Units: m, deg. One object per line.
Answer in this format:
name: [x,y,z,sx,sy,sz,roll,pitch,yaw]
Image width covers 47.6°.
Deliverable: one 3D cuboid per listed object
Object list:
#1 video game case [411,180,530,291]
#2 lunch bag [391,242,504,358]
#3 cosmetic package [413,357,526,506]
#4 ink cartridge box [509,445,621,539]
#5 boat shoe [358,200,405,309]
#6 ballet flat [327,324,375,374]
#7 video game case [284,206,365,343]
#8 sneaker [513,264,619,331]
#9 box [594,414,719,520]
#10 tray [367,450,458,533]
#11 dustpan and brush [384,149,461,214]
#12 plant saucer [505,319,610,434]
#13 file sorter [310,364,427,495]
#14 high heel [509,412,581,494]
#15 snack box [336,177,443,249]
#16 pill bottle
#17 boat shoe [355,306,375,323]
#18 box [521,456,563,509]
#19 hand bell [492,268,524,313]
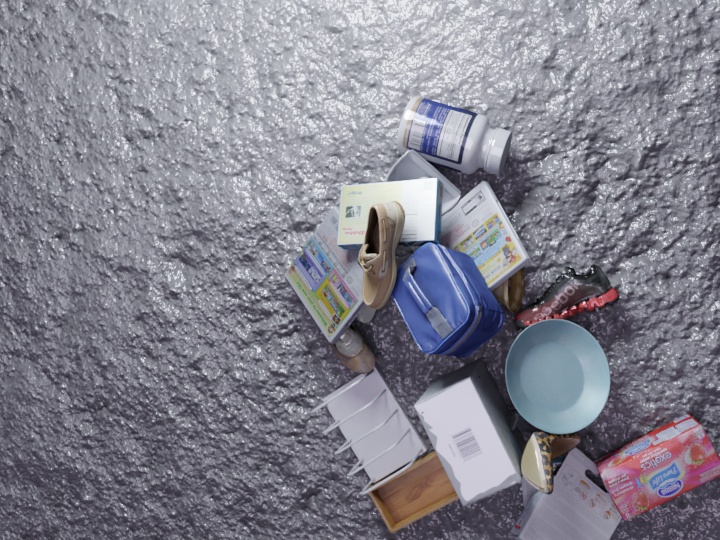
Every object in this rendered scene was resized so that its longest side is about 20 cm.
video game case: [0.200,-0.035,1.524,0.199,0.023,0.184,-40,57,28]
lunch bag: [0.144,0.047,1.453,0.136,0.131,0.202,-45,56,25]
cosmetic package: [0.210,0.292,1.516,0.122,0.200,0.202,-27,88,14]
ink cartridge box: [0.393,0.455,1.521,0.162,0.050,0.201,39,71,-6]
boat shoe: [0.025,-0.025,1.448,0.071,0.064,0.203,31,119,46]
ballet flat: [-0.043,0.120,1.617,0.068,0.067,0.200,-38,65,-7]
video game case: [-0.050,0.007,1.587,0.183,0.022,0.201,-52,53,19]
sneaker: [0.370,0.048,1.510,0.198,0.071,0.099,-21,89,16]
box: [0.531,0.351,1.462,0.198,0.100,0.097,-29,87,9]
tray: [0.122,0.438,1.645,0.198,0.037,0.100,-33,86,18]
dustpan and brush: [0.081,-0.128,1.578,0.139,0.058,0.199,38,142,-14]
plant saucer: [0.350,0.191,1.471,0.197,0.039,0.205,2,78,-7]
file sorter: [0.013,0.321,1.621,0.138,0.124,0.202,-34,86,18]
high heel: [0.351,0.329,1.439,0.140,0.201,0.072,16,116,-12]
snack box: [0.053,-0.103,1.508,0.197,0.037,0.118,-2,76,26]
pill bottle: [0.176,-0.245,1.520,0.197,0.111,0.113,19,101,14]
boat shoe: [0.000,0.000,1.619,0.061,0.072,0.204,15,106,38]
box: [0.356,0.459,1.567,0.081,0.049,0.204,-5,94,17]
hand bell: [0.205,0.020,1.564,0.197,0.104,0.106,4,97,30]
